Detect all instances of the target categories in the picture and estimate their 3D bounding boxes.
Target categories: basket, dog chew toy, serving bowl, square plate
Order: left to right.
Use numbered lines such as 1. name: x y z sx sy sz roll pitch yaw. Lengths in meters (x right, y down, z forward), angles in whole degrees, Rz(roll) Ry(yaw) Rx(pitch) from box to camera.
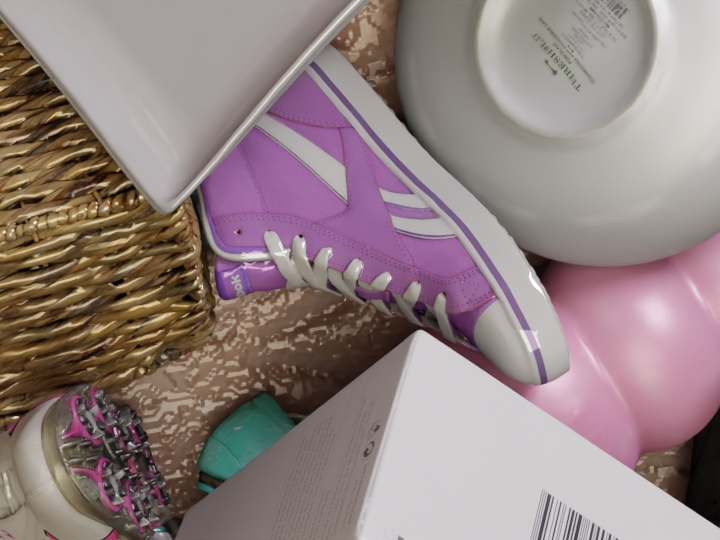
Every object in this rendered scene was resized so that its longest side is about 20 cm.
1. basket: -0.175 -0.023 1.188 0.199 0.149 0.143 -16 141 -3
2. square plate: -0.063 -0.151 1.120 0.200 0.198 0.028 -46 146 7
3. serving bowl: 0.101 -0.101 1.148 0.199 0.066 0.201 1 91 22
4. dog chew toy: 0.117 0.041 1.217 0.200 0.125 0.125 -31 108 -3

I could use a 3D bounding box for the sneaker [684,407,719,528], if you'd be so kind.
1. sneaker: 0.196 0.105 1.257 0.070 0.099 0.201 8 104 -8

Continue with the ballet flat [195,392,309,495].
1. ballet flat: 0.015 0.121 1.258 0.200 0.067 0.071 32 85 -18

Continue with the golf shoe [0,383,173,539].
1. golf shoe: -0.139 0.101 1.162 0.092 0.200 0.073 -20 82 -2

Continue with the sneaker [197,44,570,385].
1. sneaker: 0.000 0.000 1.156 0.114 0.201 0.073 -37 150 -11

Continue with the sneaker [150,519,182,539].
1. sneaker: -0.055 0.197 1.267 0.200 0.078 0.091 32 105 -13

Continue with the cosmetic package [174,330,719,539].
1. cosmetic package: 0.035 0.161 1.145 0.199 0.123 0.200 34 135 -17
